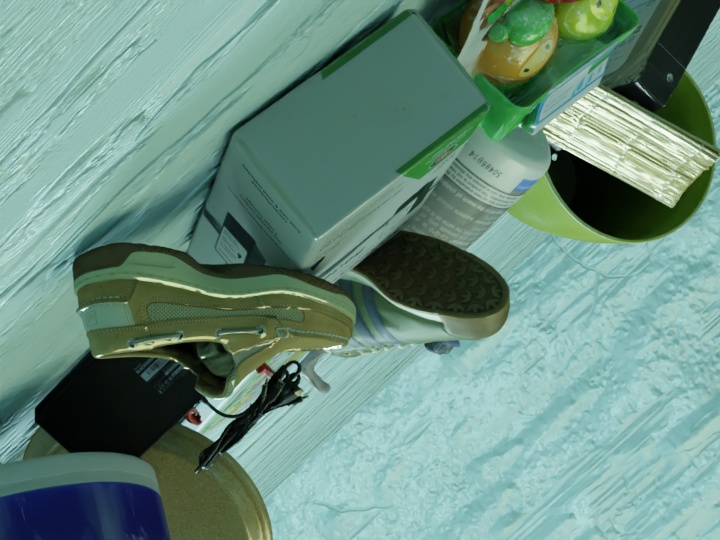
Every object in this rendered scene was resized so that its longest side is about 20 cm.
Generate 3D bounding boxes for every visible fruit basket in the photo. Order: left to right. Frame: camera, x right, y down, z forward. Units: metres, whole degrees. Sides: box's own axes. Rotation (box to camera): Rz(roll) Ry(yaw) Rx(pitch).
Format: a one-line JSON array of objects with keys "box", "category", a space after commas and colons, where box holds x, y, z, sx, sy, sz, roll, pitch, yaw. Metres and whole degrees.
[{"box": [0.128, -0.177, 1.369, 0.185, 0.094, 0.200, -37, 169, -34], "category": "fruit basket"}]

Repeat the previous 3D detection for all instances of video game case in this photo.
[{"box": [-0.098, 0.100, 2.157, 0.182, 0.022, 0.200, -34, 170, -49], "category": "video game case"}]

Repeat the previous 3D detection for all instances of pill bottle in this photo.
[{"box": [0.031, -0.050, 1.526, 0.200, 0.114, 0.114, -45, 173, 24], "category": "pill bottle"}]

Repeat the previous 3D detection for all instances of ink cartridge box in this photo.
[{"box": [-0.018, -0.056, 1.332, 0.146, 0.083, 0.200, -38, 173, -21], "category": "ink cartridge box"}]

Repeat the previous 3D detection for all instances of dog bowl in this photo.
[{"box": [-0.225, 0.194, 1.433, 0.198, 0.079, 0.200, -15, 160, -6], "category": "dog bowl"}]

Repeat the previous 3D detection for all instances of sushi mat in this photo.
[{"box": [0.169, -0.115, 1.609, 0.012, 0.199, 0.096, -65, -174, -26], "category": "sushi mat"}]

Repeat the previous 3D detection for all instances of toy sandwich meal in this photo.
[{"box": [-0.154, 0.173, 1.561, 0.205, 0.205, 0.070, -44, -170, 27], "category": "toy sandwich meal"}]

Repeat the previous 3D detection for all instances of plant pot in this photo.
[{"box": [0.205, -0.106, 2.020, 0.187, 0.188, 0.200, -38, -172, -22], "category": "plant pot"}]

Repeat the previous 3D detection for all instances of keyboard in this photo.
[{"box": [-0.117, 0.076, 1.462, 0.200, 0.127, 0.021, -42, -168, 19], "category": "keyboard"}]

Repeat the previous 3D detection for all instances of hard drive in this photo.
[{"box": [0.222, -0.192, 1.667, 0.139, 0.038, 0.201, -20, -147, 57], "category": "hard drive"}]

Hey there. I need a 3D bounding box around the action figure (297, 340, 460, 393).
[{"box": [0.000, 0.000, 1.638, 0.104, 0.201, 0.194, 23, 116, -32], "category": "action figure"}]

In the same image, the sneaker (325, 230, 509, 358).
[{"box": [0.009, 0.022, 1.461, 0.090, 0.198, 0.067, 87, 26, -44], "category": "sneaker"}]

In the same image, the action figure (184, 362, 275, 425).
[{"box": [-0.120, 0.077, 1.577, 0.065, 0.099, 0.200, -40, 171, -17], "category": "action figure"}]

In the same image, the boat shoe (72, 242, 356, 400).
[{"box": [-0.082, 0.039, 1.245, 0.199, 0.077, 0.071, 9, 157, -39], "category": "boat shoe"}]
